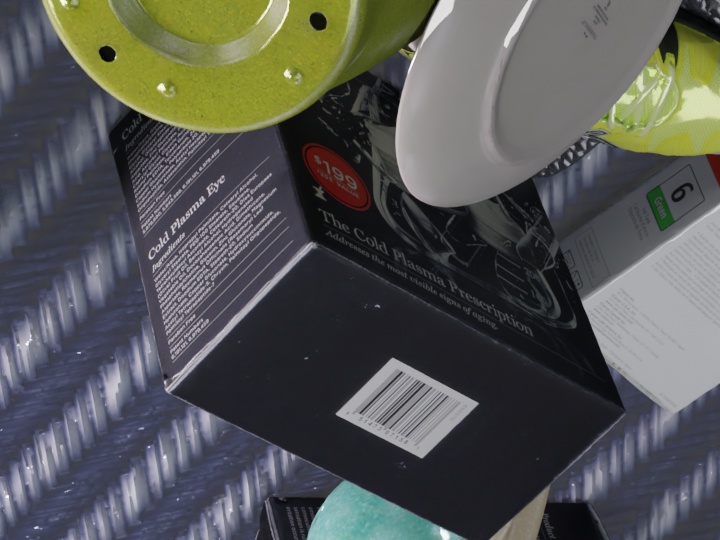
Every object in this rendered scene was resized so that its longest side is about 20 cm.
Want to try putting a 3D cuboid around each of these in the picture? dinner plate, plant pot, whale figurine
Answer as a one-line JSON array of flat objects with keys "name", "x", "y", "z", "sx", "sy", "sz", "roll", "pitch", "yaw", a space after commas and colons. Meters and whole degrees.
[{"name": "dinner plate", "x": 0.090, "y": -0.105, "z": 1.135, "sx": 0.200, "sy": 0.024, "sz": 0.201, "roll": -41, "pitch": 153, "yaw": -26}, {"name": "plant pot", "x": -0.035, "y": -0.149, "z": 1.076, "sx": 0.199, "sy": 0.193, "sz": 0.201, "roll": 8, "pitch": 120, "yaw": 13}, {"name": "whale figurine", "x": 0.040, "y": 0.109, "z": 1.384, "sx": 0.103, "sy": 0.159, "sz": 0.201, "roll": 23, "pitch": 87, "yaw": -3}]

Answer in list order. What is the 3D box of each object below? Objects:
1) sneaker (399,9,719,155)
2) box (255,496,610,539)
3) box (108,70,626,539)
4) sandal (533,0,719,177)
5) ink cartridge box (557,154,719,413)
[{"name": "sneaker", "x": 0.094, "y": -0.091, "z": 1.260, "sx": 0.199, "sy": 0.076, "sz": 0.076, "roll": 17, "pitch": 117, "yaw": -7}, {"name": "box", "x": 0.034, "y": 0.213, "z": 1.525, "sx": 0.199, "sy": 0.105, "sz": 0.148, "roll": 3, "pitch": 129, "yaw": -19}, {"name": "box", "x": 0.000, "y": 0.000, "z": 1.275, "sx": 0.200, "sy": 0.182, "sz": 0.104, "roll": 28, "pitch": 117, "yaw": -35}, {"name": "sandal", "x": 0.142, "y": -0.117, "z": 1.310, "sx": 0.200, "sy": 0.043, "sz": 0.076, "roll": -27, "pitch": 110, "yaw": 21}, {"name": "ink cartridge box", "x": 0.202, "y": -0.020, "z": 1.401, "sx": 0.200, "sy": 0.050, "sz": 0.109, "roll": -37, "pitch": 131, "yaw": 18}]
